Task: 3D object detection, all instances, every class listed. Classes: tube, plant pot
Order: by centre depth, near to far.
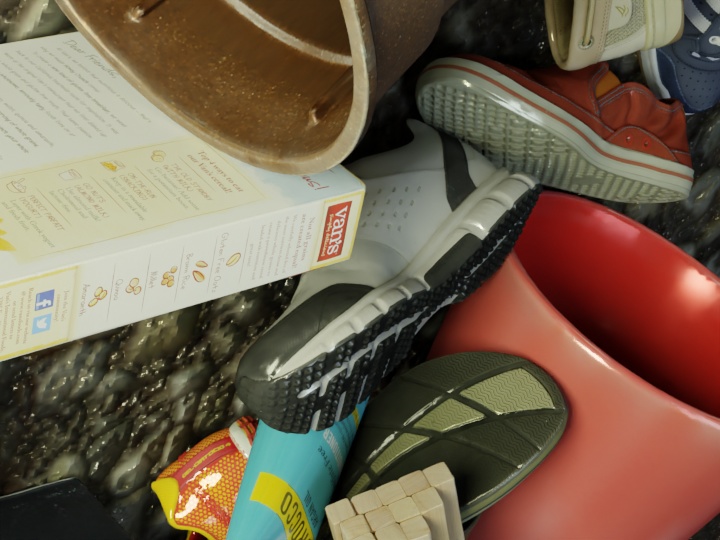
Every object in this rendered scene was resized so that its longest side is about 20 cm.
[{"bbox_3d":[-0.004,-0.170,0.626,0.198,0.200,0.201,-41,143,-24],"label":"plant pot"},{"bbox_3d":[-0.029,0.082,0.838,0.078,0.050,0.200,67,32,-45],"label":"tube"},{"bbox_3d":[0.113,0.085,0.976,0.200,0.200,0.178,3,128,-48],"label":"plant pot"}]

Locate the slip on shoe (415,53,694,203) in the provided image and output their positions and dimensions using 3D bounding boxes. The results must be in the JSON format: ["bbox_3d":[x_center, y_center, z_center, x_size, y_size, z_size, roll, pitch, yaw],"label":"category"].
[{"bbox_3d":[0.101,-0.080,0.921,0.200,0.074,0.061,13,77,-44],"label":"slip on shoe"}]

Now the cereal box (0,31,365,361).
[{"bbox_3d":[-0.118,-0.032,0.655,0.200,0.144,0.040,-15,131,-38],"label":"cereal box"}]

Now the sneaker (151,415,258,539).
[{"bbox_3d":[-0.054,0.150,0.958,0.077,0.073,0.200,-31,134,-4],"label":"sneaker"}]

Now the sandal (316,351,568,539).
[{"bbox_3d":[0.017,0.115,0.885,0.201,0.080,0.057,-43,149,10],"label":"sandal"}]

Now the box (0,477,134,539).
[{"bbox_3d":[-0.139,0.238,0.820,0.123,0.200,0.199,-12,130,-41],"label":"box"}]

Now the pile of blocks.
[{"bbox_3d":[0.012,0.183,0.834,0.082,0.062,0.200,-1,127,-26],"label":"pile of blocks"}]

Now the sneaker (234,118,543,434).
[{"bbox_3d":[0.000,0.000,0.831,0.200,0.080,0.074,-41,162,-43],"label":"sneaker"}]

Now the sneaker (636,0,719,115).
[{"bbox_3d":[0.208,-0.148,0.927,0.070,0.108,0.200,-23,136,-31],"label":"sneaker"}]

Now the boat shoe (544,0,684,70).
[{"bbox_3d":[0.099,-0.178,0.820,0.065,0.072,0.200,-21,130,-5],"label":"boat shoe"}]
